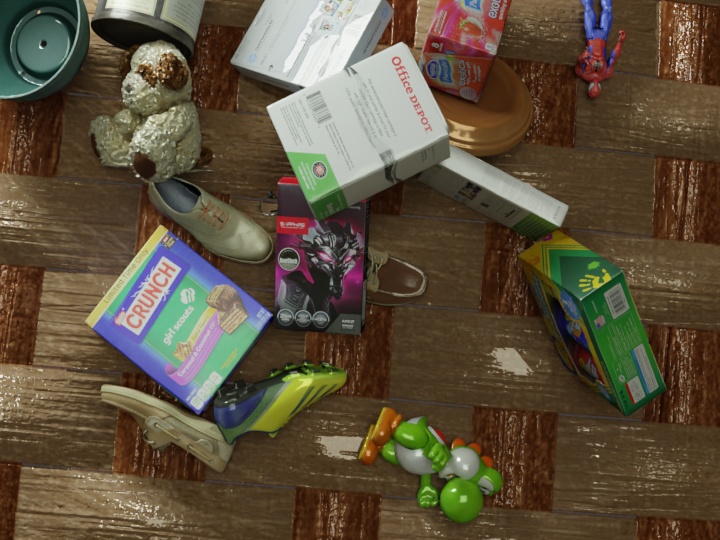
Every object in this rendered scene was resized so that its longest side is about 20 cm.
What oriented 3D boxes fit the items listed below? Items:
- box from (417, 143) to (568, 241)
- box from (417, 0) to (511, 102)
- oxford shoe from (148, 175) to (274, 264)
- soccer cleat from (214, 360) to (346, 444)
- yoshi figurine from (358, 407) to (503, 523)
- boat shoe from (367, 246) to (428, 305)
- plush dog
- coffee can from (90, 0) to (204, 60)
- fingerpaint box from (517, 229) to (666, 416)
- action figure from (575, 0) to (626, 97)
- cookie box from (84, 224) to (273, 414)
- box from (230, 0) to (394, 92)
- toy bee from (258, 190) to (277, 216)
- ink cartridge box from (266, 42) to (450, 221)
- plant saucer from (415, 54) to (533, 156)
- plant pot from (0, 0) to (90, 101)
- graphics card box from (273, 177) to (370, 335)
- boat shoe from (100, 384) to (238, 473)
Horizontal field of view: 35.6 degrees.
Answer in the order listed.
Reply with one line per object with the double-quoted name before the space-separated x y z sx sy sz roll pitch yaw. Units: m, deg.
"box" 0.180 -0.108 1.555 0.198 0.144 0.037 29 82 -1
"box" 0.150 -0.346 1.566 0.098 0.096 0.202 19 53 1
"oxford shoe" -0.210 -0.070 1.552 0.198 0.074 0.072 27 81 -1
"soccer cleat" -0.107 0.179 1.525 0.197 0.064 0.085 -15 104 -28
"yoshi figurine" 0.097 0.276 1.525 0.197 0.112 0.113 25 97 -4
"boat shoe" 0.000 0.000 1.562 0.196 0.072 0.077 12 82 -3
"plush dog" -0.270 -0.224 1.524 0.158 0.199 0.175 -11 111 -35
"coffee can" -0.279 -0.413 1.553 0.144 0.146 0.204 13 82 -3
"fingerpaint box" 0.306 0.069 1.493 0.073 0.167 0.202 -31 119 -8
"action figure" 0.350 -0.356 1.627 0.064 0.099 0.204 5 85 -3
"cookie box" -0.245 0.068 1.531 0.199 0.075 0.172 37 82 1
"box" -0.070 -0.324 1.559 0.198 0.041 0.158 22 80 35
"toy bee" -0.039 -0.146 1.548 0.199 0.110 0.130 -32 51 -27
"ink cartridge box" 0.001 -0.176 1.433 0.197 0.084 0.148 -25 73 -1
"plant saucer" 0.151 -0.248 1.579 0.196 0.038 0.203 6 54 -8
"plant pot" -0.451 -0.321 1.525 0.196 0.134 0.204 -1 86 7
"graphics card box" -0.052 -0.019 1.503 0.123 0.051 0.204 4 101 6
"boat shoe" -0.265 0.212 1.513 0.197 0.071 0.065 24 81 -3
